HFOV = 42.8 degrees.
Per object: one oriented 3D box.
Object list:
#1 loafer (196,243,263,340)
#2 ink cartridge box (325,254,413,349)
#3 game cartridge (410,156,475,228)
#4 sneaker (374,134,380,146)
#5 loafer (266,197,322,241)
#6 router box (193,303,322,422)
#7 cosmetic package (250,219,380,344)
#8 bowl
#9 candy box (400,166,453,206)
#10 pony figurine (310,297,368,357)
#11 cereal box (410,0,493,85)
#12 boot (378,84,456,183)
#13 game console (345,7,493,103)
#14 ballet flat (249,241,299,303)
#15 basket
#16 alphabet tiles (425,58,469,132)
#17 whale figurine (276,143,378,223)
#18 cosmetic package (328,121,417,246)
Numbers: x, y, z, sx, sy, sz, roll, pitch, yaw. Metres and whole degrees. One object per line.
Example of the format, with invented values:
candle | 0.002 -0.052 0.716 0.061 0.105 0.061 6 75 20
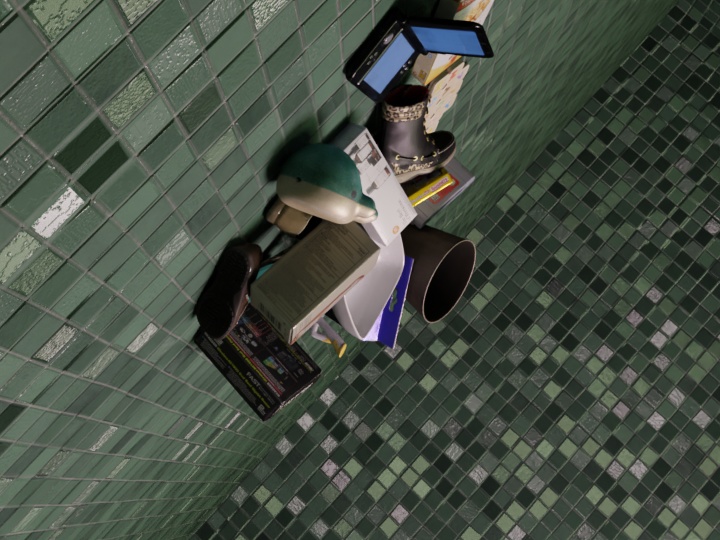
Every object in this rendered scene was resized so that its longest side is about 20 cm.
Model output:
loafer | -0.202 0.034 1.483 0.071 0.073 0.201 -34 162 -51
ink cartridge box | 0.006 0.031 1.829 0.043 0.199 0.201 -10 119 -44
game cartridge | 0.129 -0.181 1.844 0.200 0.133 0.041 -42 167 -37
sneaker | 0.016 -0.176 1.665 0.201 0.066 0.090 -57 165 23
loafer | -0.097 -0.081 1.517 0.076 0.067 0.200 -50 170 12
router box | -0.182 0.156 1.655 0.062 0.200 0.150 -47 171 30
cosmetic package | -0.073 0.009 1.476 0.200 0.103 0.087 -41 168 -20
bowl | 0.000 0.000 1.658 0.201 0.074 0.201 -60 152 -26
candy box | 0.099 -0.176 1.696 0.102 0.027 0.200 -34 -154 5
pony figurine | -0.082 0.043 1.783 0.195 0.198 0.166 -63 167 5
cereal box | 0.161 -0.406 1.474 0.144 0.039 0.201 -43 168 -31
boot | 0.099 -0.244 1.580 0.199 0.073 0.152 -25 136 -34
game console | 0.090 -0.302 1.348 0.176 0.116 0.200 -50 169 9
ballet flat | -0.126 -0.010 1.611 0.199 0.068 0.075 -32 -162 13
basket | 0.106 -0.022 1.836 0.135 0.199 0.182 3 114 -50
alphabet tiles | 0.142 -0.315 1.775 0.195 0.015 0.201 -42 165 -34
whale figurine | -0.038 -0.127 1.380 0.199 0.158 0.105 17 92 -60
cosmetic package | 0.015 -0.138 1.502 0.083 0.051 0.201 -45 130 -11
